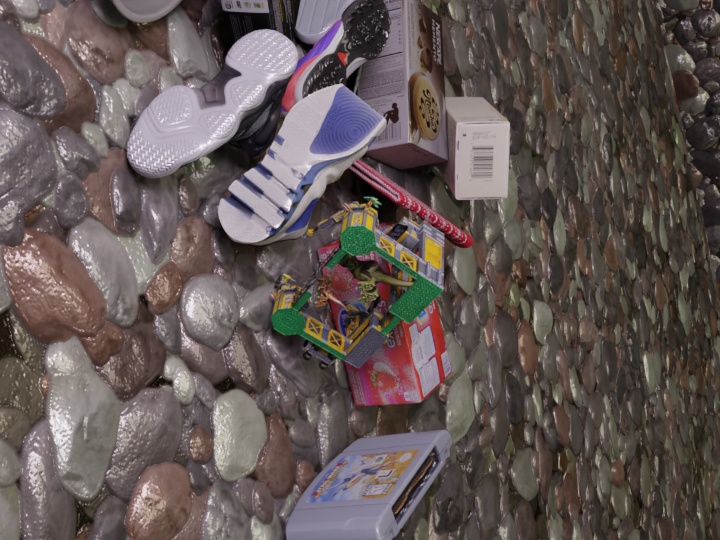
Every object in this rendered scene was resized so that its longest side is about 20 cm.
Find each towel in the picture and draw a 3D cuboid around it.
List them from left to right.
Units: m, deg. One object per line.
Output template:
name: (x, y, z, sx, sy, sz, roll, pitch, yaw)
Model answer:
towel: (0.048, -0.089, 1.274, 0.023, 0.144, 0.200, -56, 146, 6)

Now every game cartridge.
game cartridge: (0.006, 0.235, 1.111, 0.200, 0.132, 0.042, -42, 120, -56)

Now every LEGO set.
LEGO set: (0.000, 0.000, 1.101, 0.153, 0.201, 0.116, 25, 35, -12)

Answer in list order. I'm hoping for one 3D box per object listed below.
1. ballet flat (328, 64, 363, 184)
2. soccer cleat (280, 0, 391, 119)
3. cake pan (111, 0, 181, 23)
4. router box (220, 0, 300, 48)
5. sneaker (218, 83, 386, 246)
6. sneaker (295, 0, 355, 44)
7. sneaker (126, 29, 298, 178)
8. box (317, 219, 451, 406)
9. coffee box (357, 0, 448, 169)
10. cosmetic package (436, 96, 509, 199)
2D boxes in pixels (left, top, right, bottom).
ballet flat: (-0.034, -0.191, 1.199, 0.066, 0.057, 0.202, 19, 60, -25)
soccer cleat: (-0.033, -0.243, 1.172, 0.068, 0.073, 0.201, 54, 53, -33)
cake pan: (-0.181, -0.323, 0.916, 0.201, 0.036, 0.201, -60, 166, -25)
router box: (-0.100, -0.296, 1.042, 0.201, 0.050, 0.151, 86, 10, -61)
sneaker: (-0.066, -0.098, 1.072, 0.199, 0.080, 0.115, -46, 173, -10)
sneaker: (-0.023, -0.340, 1.253, 0.071, 0.072, 0.201, 77, 32, -57)
sneaker: (-0.137, -0.138, 0.998, 0.200, 0.075, 0.114, -44, 164, -22)
box: (0.031, 0.050, 1.231, 0.100, 0.095, 0.202, -32, 111, -58)
coffee box: (0.054, -0.246, 1.353, 0.113, 0.079, 0.202, 14, 72, -58)
cosmetic package: (0.149, -0.170, 1.404, 0.200, 0.072, 0.105, -97, -174, -70)
